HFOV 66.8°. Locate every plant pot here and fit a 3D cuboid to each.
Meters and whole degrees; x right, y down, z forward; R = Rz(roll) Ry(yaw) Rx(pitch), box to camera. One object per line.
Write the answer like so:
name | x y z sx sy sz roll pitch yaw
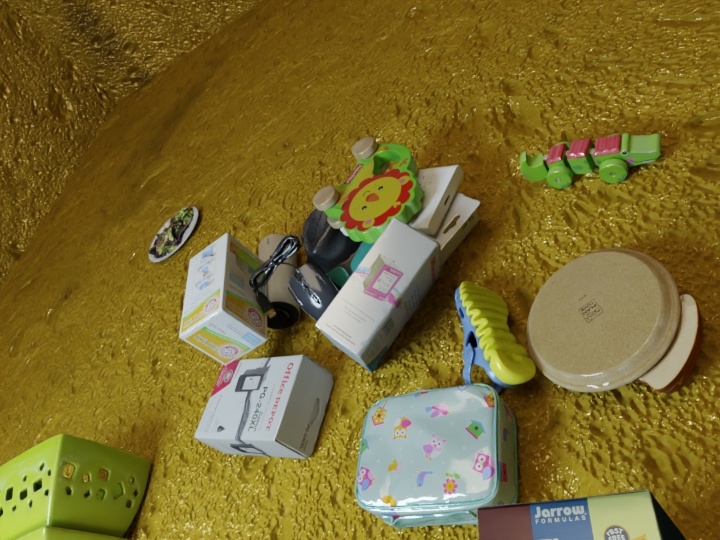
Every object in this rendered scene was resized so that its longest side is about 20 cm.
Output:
plant pot | -0.520 0.430 0.963 0.200 0.199 0.182 -29 47 19

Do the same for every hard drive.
hard drive | 0.067 -0.117 0.934 0.200 0.026 0.132 3 56 46

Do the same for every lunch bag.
lunch bag | 0.090 0.233 0.675 0.200 0.077 0.161 -18 47 30

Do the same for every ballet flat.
ballet flat | 0.000 0.000 0.954 0.200 0.072 0.068 -48 66 41

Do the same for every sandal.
sandal | 0.162 0.092 0.740 0.200 0.079 0.087 -92 25 -54

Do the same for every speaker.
speaker | -0.164 0.019 1.091 0.081 0.081 0.200 -30 41 18

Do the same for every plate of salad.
plate of salad | -0.550 -0.113 1.584 0.200 0.048 0.200 -24 44 24

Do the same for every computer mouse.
computer mouse | -0.102 0.050 0.933 0.140 0.200 0.046 -40 1 14

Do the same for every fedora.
fedora | -0.056 -0.067 1.057 0.200 0.092 0.201 -25 42 25

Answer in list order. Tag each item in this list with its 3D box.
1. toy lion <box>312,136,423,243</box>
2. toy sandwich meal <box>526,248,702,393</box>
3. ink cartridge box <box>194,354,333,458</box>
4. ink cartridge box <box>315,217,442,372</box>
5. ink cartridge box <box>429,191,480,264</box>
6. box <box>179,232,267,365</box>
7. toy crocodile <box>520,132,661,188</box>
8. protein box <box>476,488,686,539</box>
toy lion | 0.029 -0.134 0.915 0.191 0.069 0.200 14 61 44
toy sandwich meal | 0.297 0.063 0.651 0.205 0.070 0.205 -34 39 32
ink cartridge box | -0.159 0.223 0.901 0.200 0.083 0.145 -12 48 37
ink cartridge box | 0.035 0.040 0.827 0.085 0.145 0.200 34 79 18
ink cartridge box | 0.118 -0.081 0.934 0.116 0.067 0.200 -49 38 -6
box | -0.241 0.050 0.981 0.101 0.112 0.200 -32 39 18
toy crocodile | 0.339 -0.171 0.819 0.200 0.062 0.068 -1 56 41
protein box | 0.197 0.303 0.416 0.135 0.200 0.199 -20 45 28
